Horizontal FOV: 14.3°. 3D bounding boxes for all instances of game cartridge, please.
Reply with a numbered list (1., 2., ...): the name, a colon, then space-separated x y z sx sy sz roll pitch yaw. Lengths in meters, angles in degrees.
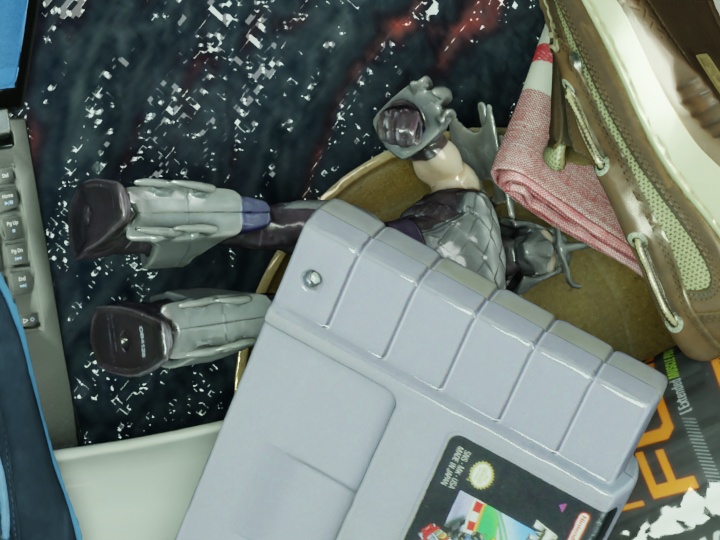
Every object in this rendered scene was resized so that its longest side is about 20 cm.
1. game cartridge: 0.007 0.089 0.941 0.130 0.038 0.200 30 120 13

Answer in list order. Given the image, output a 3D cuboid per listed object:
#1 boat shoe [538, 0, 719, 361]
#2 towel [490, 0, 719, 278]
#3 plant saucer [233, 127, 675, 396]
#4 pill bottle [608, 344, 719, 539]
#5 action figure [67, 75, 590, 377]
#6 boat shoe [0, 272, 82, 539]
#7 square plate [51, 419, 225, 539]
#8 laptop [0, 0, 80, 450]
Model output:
1. boat shoe: 0.088 -0.061 0.989 0.075 0.075 0.202 0 59 -56
2. towel: 0.131 -0.080 1.087 0.144 0.023 0.200 33 58 -22
3. plant saucer: 0.042 0.045 1.095 0.200 0.035 0.201 -1 94 -20
4. pill bottle: 0.108 0.087 1.023 0.200 0.106 0.106 -26 103 10
5. action figure: 0.000 0.000 1.014 0.200 0.069 0.130 -4 77 -30
6. boat shoe: -0.142 0.052 0.952 0.084 0.069 0.200 -16 114 24
7. square plate: -0.036 0.141 1.016 0.028 0.200 0.198 -45 120 -58
8. laptop: -0.183 -0.013 0.971 0.177 0.103 0.200 -11 96 -19
